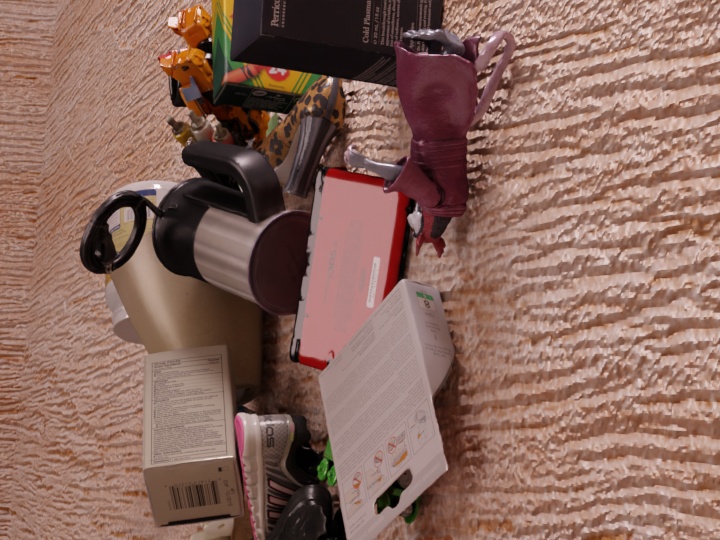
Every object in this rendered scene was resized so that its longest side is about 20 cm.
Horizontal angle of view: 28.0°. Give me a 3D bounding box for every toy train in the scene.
[{"bbox_3d":[0.009,0.193,1.374,0.200,0.041,0.057,9,82,68],"label":"toy train"}]

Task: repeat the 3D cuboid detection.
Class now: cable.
[{"bbox_3d":[-0.156,-0.118,1.711,0.051,0.097,0.200,-68,-27,-20],"label":"cable"}]

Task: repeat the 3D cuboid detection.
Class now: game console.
[{"bbox_3d":[0.000,0.000,1.476,0.172,0.118,0.202,13,98,37],"label":"game console"}]

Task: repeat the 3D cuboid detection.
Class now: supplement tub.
[{"bbox_3d":[-0.285,-0.009,2.018,0.144,0.143,0.201,134,137,-57],"label":"supplement tub"}]

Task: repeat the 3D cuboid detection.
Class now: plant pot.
[{"bbox_3d":[-0.191,0.067,1.759,0.187,0.186,0.201,-51,53,54],"label":"plant pot"}]

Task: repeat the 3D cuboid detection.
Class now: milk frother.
[{"bbox_3d":[-0.172,-0.025,1.570,0.188,0.200,0.181,19,144,46],"label":"milk frother"}]

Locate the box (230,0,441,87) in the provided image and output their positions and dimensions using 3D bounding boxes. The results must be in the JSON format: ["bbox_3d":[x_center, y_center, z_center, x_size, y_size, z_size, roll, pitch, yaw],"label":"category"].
[{"bbox_3d":[-0.021,-0.296,1.390,0.104,0.181,0.202,164,111,-67],"label":"box"}]

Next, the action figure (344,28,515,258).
[{"bbox_3d":[0.075,-0.110,1.261,0.148,0.134,0.202,2,101,26],"label":"action figure"}]

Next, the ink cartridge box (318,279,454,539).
[{"bbox_3d":[0.031,0.134,1.293,0.161,0.050,0.201,-50,41,38],"label":"ink cartridge box"}]

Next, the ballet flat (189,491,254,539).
[{"bbox_3d":[-0.166,0.316,1.728,0.068,0.072,0.201,-108,32,-45],"label":"ballet flat"}]

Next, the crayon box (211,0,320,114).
[{"bbox_3d":[-0.109,-0.283,1.677,0.051,0.126,0.201,134,137,-56],"label":"crayon box"}]

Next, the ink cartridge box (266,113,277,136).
[{"bbox_3d":[-0.157,-0.103,1.859,0.200,0.048,0.147,134,138,-60],"label":"ink cartridge box"}]

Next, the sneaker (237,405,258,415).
[{"bbox_3d":[-0.129,0.199,1.671,0.200,0.072,0.072,-175,93,-67],"label":"sneaker"}]

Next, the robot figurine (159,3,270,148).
[{"bbox_3d":[-0.168,-0.212,1.730,0.200,0.058,0.146,59,-153,-44],"label":"robot figurine"}]

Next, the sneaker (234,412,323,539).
[{"bbox_3d":[-0.079,0.229,1.543,0.074,0.087,0.201,-105,7,-55],"label":"sneaker"}]

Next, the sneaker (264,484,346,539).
[{"bbox_3d":[-0.061,0.302,1.488,0.104,0.060,0.201,-107,34,-53],"label":"sneaker"}]

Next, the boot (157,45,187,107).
[{"bbox_3d":[-0.182,-0.302,1.843,0.072,0.143,0.202,-166,85,-70],"label":"boot"}]

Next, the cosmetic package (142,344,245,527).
[{"bbox_3d":[-0.184,0.178,1.584,0.200,0.103,0.088,-100,3,-56],"label":"cosmetic package"}]

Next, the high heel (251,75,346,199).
[{"bbox_3d":[-0.069,-0.166,1.648,0.143,0.071,0.200,-69,21,6],"label":"high heel"}]
